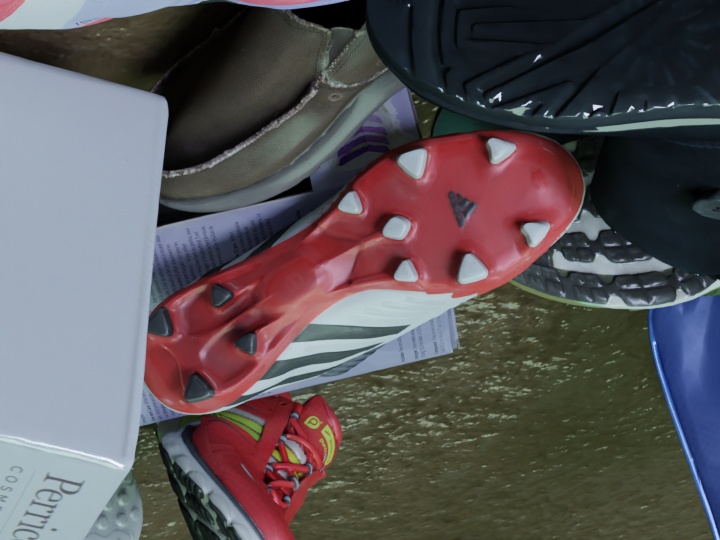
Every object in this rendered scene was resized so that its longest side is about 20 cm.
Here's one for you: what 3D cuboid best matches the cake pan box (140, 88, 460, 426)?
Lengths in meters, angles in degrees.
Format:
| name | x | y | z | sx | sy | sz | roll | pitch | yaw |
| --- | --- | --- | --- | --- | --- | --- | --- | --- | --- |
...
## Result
| name | x | y | z | sx | sy | sz | roll | pitch | yaw |
| --- | --- | --- | --- | --- | --- | --- | --- | --- | --- |
| cake pan box | -0.055 | -0.002 | 1.245 | 0.183 | 0.053 | 0.200 | -15 | 153 | 0 |

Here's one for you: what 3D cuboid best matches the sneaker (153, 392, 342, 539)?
| name | x | y | z | sx | sy | sz | roll | pitch | yaw |
| --- | --- | --- | --- | --- | --- | --- | --- | --- | --- |
| sneaker | -0.048 | 0.089 | 1.325 | 0.085 | 0.200 | 0.077 | -22 | 110 | -4 |

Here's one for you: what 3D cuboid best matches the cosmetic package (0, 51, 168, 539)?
| name | x | y | z | sx | sy | sz | roll | pitch | yaw |
| --- | --- | --- | --- | --- | --- | --- | --- | --- | --- |
| cosmetic package | -0.192 | 0.019 | 1.045 | 0.199 | 0.166 | 0.165 | 14 | 145 | -15 |

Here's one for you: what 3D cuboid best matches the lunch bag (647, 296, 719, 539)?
| name | x | y | z | sx | sy | sz | roll | pitch | yaw |
| --- | --- | --- | --- | --- | --- | --- | --- | --- | --- |
| lunch bag | 0.216 | 0.059 | 1.325 | 0.135 | 0.201 | 0.132 | -20 | -178 | 10 |

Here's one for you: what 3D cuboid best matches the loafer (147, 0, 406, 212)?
| name | x | y | z | sx | sy | sz | roll | pitch | yaw |
| --- | --- | --- | --- | --- | --- | --- | --- | --- | --- |
| loafer | -0.019 | -0.095 | 1.074 | 0.200 | 0.073 | 0.071 | -34 | 138 | 24 |

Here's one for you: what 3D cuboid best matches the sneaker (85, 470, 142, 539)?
| name | x | y | z | sx | sy | sz | roll | pitch | yaw |
| --- | --- | --- | --- | --- | --- | --- | --- | --- | --- |
| sneaker | -0.202 | 0.112 | 1.390 | 0.199 | 0.077 | 0.080 | 11 | 156 | -31 |

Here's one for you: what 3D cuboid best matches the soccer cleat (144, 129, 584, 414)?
| name | x | y | z | sx | sy | sz | roll | pitch | yaw |
| --- | --- | --- | --- | --- | --- | --- | --- | --- | --- |
| soccer cleat | 0.000 | 0.000 | 1.162 | 0.199 | 0.069 | 0.085 | -29 | 174 | 6 |

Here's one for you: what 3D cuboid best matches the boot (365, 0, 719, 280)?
| name | x | y | z | sx | sy | sz | roll | pitch | yaw |
| --- | --- | --- | --- | --- | --- | --- | --- | --- | --- |
| boot | 0.097 | -0.054 | 1.031 | 0.199 | 0.077 | 0.168 | 4 | 158 | -1 |

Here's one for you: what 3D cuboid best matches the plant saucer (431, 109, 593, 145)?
| name | x | y | z | sx | sy | sz | roll | pitch | yaw |
| --- | --- | --- | --- | --- | --- | --- | --- | --- | --- |
| plant saucer | 0.131 | -0.059 | 1.237 | 0.199 | 0.036 | 0.200 | -10 | 153 | -5 |

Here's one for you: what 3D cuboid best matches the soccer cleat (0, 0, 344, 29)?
| name | x | y | z | sx | sy | sz | roll | pitch | yaw |
| --- | --- | --- | --- | --- | --- | --- | --- | --- | --- |
| soccer cleat | -0.067 | -0.116 | 0.983 | 0.199 | 0.067 | 0.076 | -4 | 176 | 14 |

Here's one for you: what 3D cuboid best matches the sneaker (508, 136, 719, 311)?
| name | x | y | z | sx | sy | sz | roll | pitch | yaw |
| --- | --- | --- | --- | --- | --- | --- | --- | --- | --- |
| sneaker | 0.136 | -0.012 | 1.217 | 0.199 | 0.077 | 0.089 | -3 | 163 | -19 |
